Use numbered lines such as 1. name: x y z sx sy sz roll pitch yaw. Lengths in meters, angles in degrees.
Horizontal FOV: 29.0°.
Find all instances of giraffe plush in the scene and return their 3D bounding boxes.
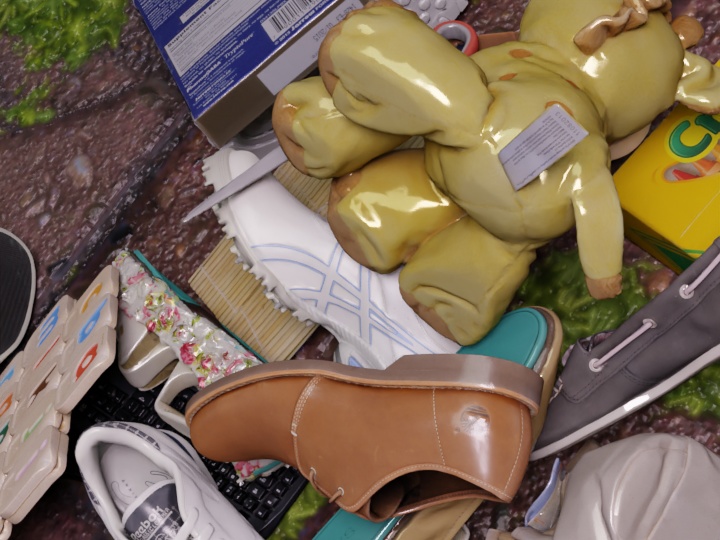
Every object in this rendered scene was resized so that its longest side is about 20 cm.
1. giraffe plush: 0.082 -0.082 0.670 0.162 0.173 0.200 -44 19 -32

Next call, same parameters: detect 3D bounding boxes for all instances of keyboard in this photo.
1. keyboard: -0.124 0.099 0.825 0.200 0.040 0.104 27 77 34

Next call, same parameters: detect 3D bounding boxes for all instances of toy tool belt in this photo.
1. toy tool belt: 0.101 0.169 0.652 0.123 0.125 0.200 -12 47 63

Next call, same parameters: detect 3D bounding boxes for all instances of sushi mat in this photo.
1. sushi mat: -0.022 -0.031 0.816 0.200 0.012 0.096 -49 56 21

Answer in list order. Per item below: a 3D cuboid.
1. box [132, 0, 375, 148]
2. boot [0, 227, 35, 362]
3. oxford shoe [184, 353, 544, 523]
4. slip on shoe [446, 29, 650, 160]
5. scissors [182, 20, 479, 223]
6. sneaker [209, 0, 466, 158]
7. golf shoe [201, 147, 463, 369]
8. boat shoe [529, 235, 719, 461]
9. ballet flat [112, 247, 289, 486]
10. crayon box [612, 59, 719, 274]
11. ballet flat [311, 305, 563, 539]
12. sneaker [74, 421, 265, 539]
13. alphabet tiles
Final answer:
1. box: -0.073 -0.167 0.851 0.121 0.032 0.200 -39 40 7
2. boot: -0.298 0.065 0.912 0.144 0.072 0.200 -17 42 41
3. oxford shoe: -0.010 0.084 0.666 0.200 0.071 0.071 -7 64 37
4. slip on shoe: 0.080 -0.094 0.802 0.200 0.061 0.076 10 72 36
5. scissors: -0.010 -0.080 0.748 0.073 0.014 0.200 24 54 25
6. sneaker: -0.024 -0.156 0.884 0.200 0.076 0.081 -31 47 6
7. golf shoe: 0.000 0.000 0.758 0.097 0.078 0.200 -39 89 12
8. boat shoe: 0.146 0.029 0.679 0.200 0.067 0.057 -37 78 38
9. ballet flat: -0.102 0.053 0.806 0.064 0.076 0.200 -42 48 -13
10. crayon box: 0.255 -0.059 0.715 0.200 0.058 0.173 -47 55 -3
11. ballet flat: 0.042 0.105 0.705 0.200 0.063 0.069 -49 33 6
12. sneaker: -0.079 0.160 0.730 0.076 0.081 0.200 -45 73 -8
13. alphabet tiles: -0.197 0.092 0.806 0.196 0.015 0.200 -50 21 14
